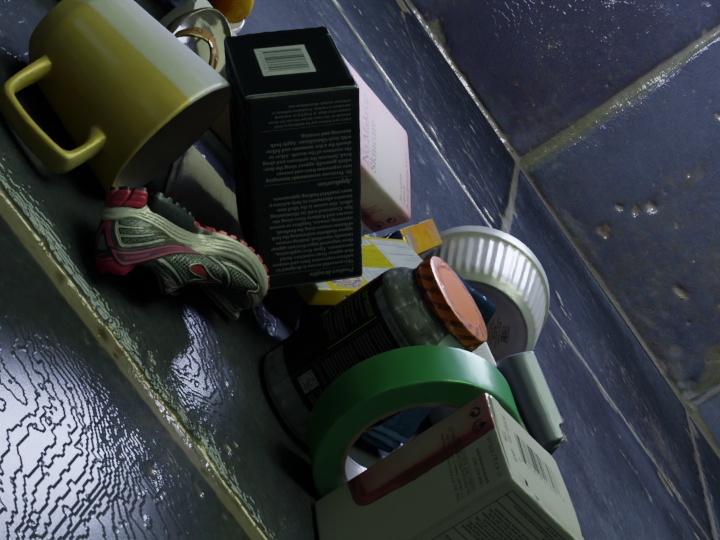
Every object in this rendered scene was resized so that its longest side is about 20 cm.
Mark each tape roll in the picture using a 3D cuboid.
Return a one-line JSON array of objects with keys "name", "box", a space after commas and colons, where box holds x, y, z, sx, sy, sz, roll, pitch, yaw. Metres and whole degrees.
[{"name": "tape roll", "box": [0.050, 0.158, 1.204, 0.200, 0.200, 0.048, 43, 21, -36]}]

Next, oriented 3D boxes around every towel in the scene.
[{"name": "towel", "box": [0.063, 0.096, 1.368, 0.048, 0.201, 0.111, 33, -1, 42]}, {"name": "towel", "box": [-0.148, -0.043, 1.310, 0.133, 0.034, 0.200, 50, 17, -23]}]

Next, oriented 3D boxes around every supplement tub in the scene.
[{"name": "supplement tub", "box": [0.016, 0.079, 1.253, 0.123, 0.199, 0.123, 49, 19, -23]}]

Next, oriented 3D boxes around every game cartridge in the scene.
[{"name": "game cartridge", "box": [0.182, 0.187, 1.595, 0.134, 0.041, 0.200, 65, -25, 24]}]

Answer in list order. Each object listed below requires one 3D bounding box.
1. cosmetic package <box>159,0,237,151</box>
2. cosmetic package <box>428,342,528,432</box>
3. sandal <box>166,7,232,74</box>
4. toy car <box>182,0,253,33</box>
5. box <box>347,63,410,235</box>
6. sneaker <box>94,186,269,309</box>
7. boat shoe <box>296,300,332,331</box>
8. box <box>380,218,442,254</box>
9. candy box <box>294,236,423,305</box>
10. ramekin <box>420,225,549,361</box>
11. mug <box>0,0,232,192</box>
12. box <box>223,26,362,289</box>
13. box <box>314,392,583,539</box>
[{"name": "cosmetic package", "box": [-0.158, -0.220, 1.540, 0.200, 0.071, 0.106, 49, 20, -25]}, {"name": "cosmetic package", "box": [0.133, 0.169, 1.565, 0.102, 0.071, 0.201, 107, -34, -53]}, {"name": "sandal", "box": [-0.190, -0.230, 1.387, 0.200, 0.054, 0.082, -39, 109, -53]}, {"name": "toy car", "box": [-0.211, -0.394, 1.621, 0.149, 0.175, 0.201, -5, 56, -29]}, {"name": "box", "box": [-0.034, -0.140, 1.460, 0.200, 0.108, 0.129, 43, 39, -52]}, {"name": "sneaker", "box": [-0.160, -0.005, 1.144, 0.200, 0.080, 0.075, 30, 68, -47]}, {"name": "boat shoe", "box": [-0.011, 0.106, 1.394, 0.203, 0.074, 0.075, 53, 51, -34]}, {"name": "box", "box": [0.023, -0.016, 1.587, 0.042, 0.118, 0.200, 65, 17, -1]}, {"name": "candy box", "box": [0.000, 0.000, 1.365, 0.199, 0.027, 0.102, 4, 37, -43]}, {"name": "ramekin", "box": [0.144, 0.054, 1.687, 0.201, 0.199, 0.105, 51, 26, -16]}, {"name": "mug", "box": [-0.223, -0.171, 1.160, 0.153, 0.149, 0.187, 49, 10, 2]}, {"name": "box", "box": [-0.064, -0.108, 1.236, 0.149, 0.106, 0.202, -113, -161, -56]}, {"name": "box", "box": [0.076, 0.225, 1.152, 0.128, 0.199, 0.109, 44, 20, -34]}]
